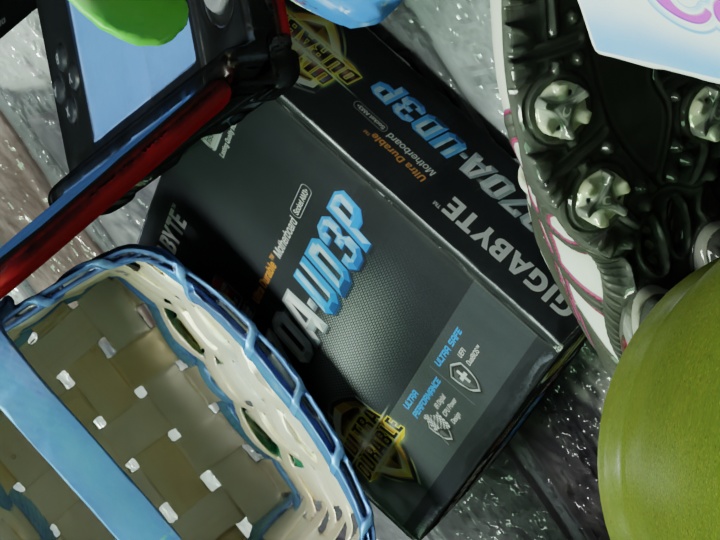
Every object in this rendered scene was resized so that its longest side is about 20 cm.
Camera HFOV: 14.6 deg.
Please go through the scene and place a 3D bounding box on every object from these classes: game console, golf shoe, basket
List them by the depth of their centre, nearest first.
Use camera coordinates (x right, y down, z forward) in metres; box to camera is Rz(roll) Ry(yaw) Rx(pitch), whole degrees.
[{"bbox_3d":[0.071,-0.033,0.839,0.088,0.077,0.200,31,148,53],"label":"golf shoe"},{"bbox_3d":[-0.110,-0.063,0.921,0.200,0.119,0.173,154,106,-65],"label":"game console"},{"bbox_3d":[-0.081,0.075,1.005,0.176,0.139,0.200,52,-178,-12],"label":"basket"}]

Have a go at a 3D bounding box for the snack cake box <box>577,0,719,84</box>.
[{"bbox_3d":[0.150,-0.086,0.605,0.200,0.115,0.067,18,142,42],"label":"snack cake box"}]

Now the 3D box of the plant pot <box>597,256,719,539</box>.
[{"bbox_3d":[0.155,0.051,0.731,0.200,0.200,0.193,50,164,-10],"label":"plant pot"}]

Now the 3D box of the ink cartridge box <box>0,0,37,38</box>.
[{"bbox_3d":[-0.159,-0.142,0.986,0.037,0.095,0.200,34,151,24],"label":"ink cartridge box"}]

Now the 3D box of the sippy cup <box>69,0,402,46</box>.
[{"bbox_3d":[-0.020,-0.139,0.763,0.130,0.140,0.178,39,161,-5],"label":"sippy cup"}]

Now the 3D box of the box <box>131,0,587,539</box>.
[{"bbox_3d":[0.000,0.000,1.012,0.159,0.046,0.200,43,153,7],"label":"box"}]
